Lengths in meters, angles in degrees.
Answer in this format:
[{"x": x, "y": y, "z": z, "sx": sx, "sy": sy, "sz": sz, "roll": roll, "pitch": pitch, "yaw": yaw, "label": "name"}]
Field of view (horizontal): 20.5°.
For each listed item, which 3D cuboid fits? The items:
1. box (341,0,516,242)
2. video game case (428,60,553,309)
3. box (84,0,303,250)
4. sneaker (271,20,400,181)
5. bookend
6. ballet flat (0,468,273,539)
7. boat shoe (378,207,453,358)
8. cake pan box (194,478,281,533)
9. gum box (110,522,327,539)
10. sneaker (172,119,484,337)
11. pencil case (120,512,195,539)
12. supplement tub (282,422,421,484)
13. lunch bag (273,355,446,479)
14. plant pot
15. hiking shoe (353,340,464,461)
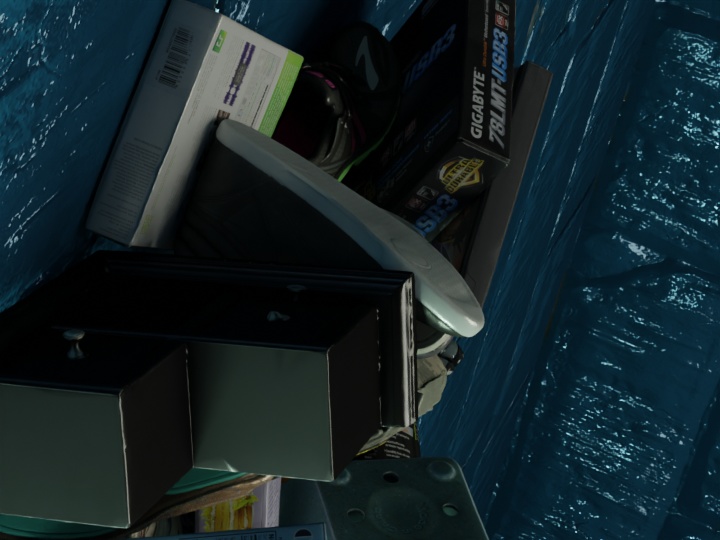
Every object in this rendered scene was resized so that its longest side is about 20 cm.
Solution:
[{"x": 0.045, "y": -0.109, "z": 1.472, "sx": 0.200, "sy": 0.050, "sz": 0.199, "roll": -46, "pitch": -150, "yaw": 46, "label": "box"}, {"x": 0.062, "y": -0.042, "z": 1.462, "sx": 0.181, "sy": 0.025, "sz": 0.200, "roll": -18, "pitch": -129, "yaw": 64, "label": "video game case"}, {"x": -0.098, "y": -0.082, "z": 1.224, "sx": 0.145, "sy": 0.036, "sz": 0.200, "roll": -68, "pitch": 167, "yaw": 3, "label": "box"}, {"x": -0.023, "y": -0.114, "z": 1.405, "sx": 0.084, "sy": 0.077, "sz": 0.200, "roll": 96, "pitch": 16, "yaw": -47, "label": "sneaker"}, {"x": -0.094, "y": 0.065, "z": 1.071, "sx": 0.200, "sy": 0.198, "sz": 0.092, "roll": -42, "pitch": 133, "yaw": -63, "label": "bookend"}, {"x": -0.140, "y": 0.129, "z": 1.167, "sx": 0.067, "sy": 0.200, "sz": 0.068, "roll": 131, "pitch": -53, "yaw": -60, "label": "ballet flat"}, {"x": 0.000, "y": 0.000, "z": 1.247, "sx": 0.073, "sy": 0.200, "sz": 0.063, "roll": -44, "pitch": 138, "yaw": -8, "label": "boat shoe"}, {"x": -0.082, "y": 0.219, "z": 1.346, "sx": 0.200, "sy": 0.052, "sz": 0.185, "roll": -60, "pitch": 154, "yaw": -89, "label": "cake pan box"}, {"x": -0.114, "y": 0.207, "z": 1.164, "sx": 0.170, "sy": 0.200, "sz": 0.045, "roll": 85, "pitch": 1, "yaw": -58, "label": "gum box"}, {"x": -0.025, "y": 0.004, "z": 1.175, "sx": 0.099, "sy": 0.200, "sz": 0.071, "roll": -58, "pitch": 164, "yaw": 12, "label": "sneaker"}, {"x": -0.157, "y": 0.170, "z": 1.295, "sx": 0.078, "sy": 0.089, "sz": 0.200, "roll": -60, "pitch": 168, "yaw": -3, "label": "pencil case"}, {"x": -0.013, "y": 0.133, "z": 1.652, "sx": 0.123, "sy": 0.122, "sz": 0.200, "roll": 91, "pitch": -6, "yaw": -61, "label": "supplement tub"}, {"x": -0.048, "y": 0.070, "z": 1.299, "sx": 0.164, "sy": 0.200, "sz": 0.118, "roll": -7, "pitch": 109, "yaw": -78, "label": "lunch bag"}, {"x": 0.016, "y": 0.249, "z": 1.487, "sx": 0.196, "sy": 0.195, "sz": 0.200, "roll": -111, "pitch": -153, "yaw": -48, "label": "plant pot"}, {"x": 0.000, "y": 0.090, "z": 1.561, "sx": 0.074, "sy": 0.087, "sz": 0.200, "roll": -43, "pitch": 180, "yaw": 37, "label": "hiking shoe"}]
